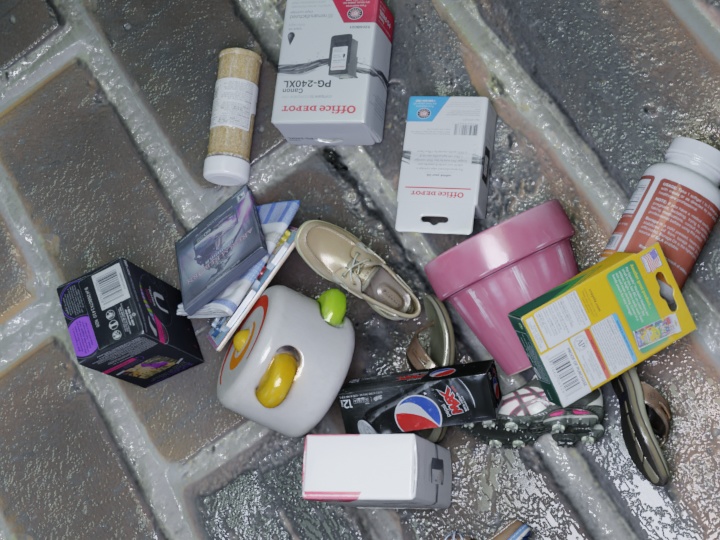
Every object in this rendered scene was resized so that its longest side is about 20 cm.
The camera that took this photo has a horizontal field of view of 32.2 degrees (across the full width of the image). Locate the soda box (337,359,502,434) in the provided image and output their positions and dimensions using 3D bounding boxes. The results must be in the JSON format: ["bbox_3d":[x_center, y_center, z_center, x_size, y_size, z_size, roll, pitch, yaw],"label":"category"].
[{"bbox_3d":[0.077,0.165,1.598,0.200,0.071,0.063,-10,100,17],"label":"soda box"}]

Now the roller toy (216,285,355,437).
[{"bbox_3d":[-0.106,0.120,1.663,0.140,0.182,0.200,27,53,-16],"label":"roller toy"}]

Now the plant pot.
[{"bbox_3d":[0.207,0.030,1.616,0.200,0.200,0.179,-27,85,9],"label":"plant pot"}]

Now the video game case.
[{"bbox_3d":[-0.200,-0.032,1.769,0.143,0.019,0.200,-39,28,10],"label":"video game case"}]

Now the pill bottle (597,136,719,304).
[{"bbox_3d":[0.399,-0.066,1.614,0.112,0.112,0.200,27,85,22],"label":"pill bottle"}]

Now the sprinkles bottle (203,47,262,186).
[{"bbox_3d":[-0.190,-0.229,1.861,0.068,0.068,0.200,1,76,17],"label":"sprinkles bottle"}]

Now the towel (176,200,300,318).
[{"bbox_3d":[-0.173,-0.016,1.757,0.147,0.024,0.200,-4,50,54],"label":"towel"}]

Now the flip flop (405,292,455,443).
[{"bbox_3d":[0.088,0.130,1.663,0.058,0.081,0.200,4,90,-11],"label":"flip flop"}]

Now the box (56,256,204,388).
[{"bbox_3d":[-0.318,0.077,1.747,0.106,0.200,0.122,-24,70,10],"label":"box"}]

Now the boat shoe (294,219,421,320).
[{"bbox_3d":[0.000,0.000,1.685,0.200,0.065,0.072,39,80,-18],"label":"boat shoe"}]

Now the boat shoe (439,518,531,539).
[{"bbox_3d":[0.127,0.374,1.601,0.200,0.072,0.072,-39,67,4],"label":"boat shoe"}]

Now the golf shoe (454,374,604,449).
[{"bbox_3d":[0.220,0.183,1.635,0.200,0.077,0.088,-2,53,17],"label":"golf shoe"}]

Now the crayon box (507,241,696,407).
[{"bbox_3d":[0.296,0.063,1.527,0.200,0.052,0.126,-28,100,-11],"label":"crayon box"}]

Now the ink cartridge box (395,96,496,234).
[{"bbox_3d":[0.119,-0.139,1.743,0.116,0.067,0.200,4,76,18],"label":"ink cartridge box"}]

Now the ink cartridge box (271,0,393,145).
[{"bbox_3d":[-0.039,-0.291,1.815,0.145,0.083,0.200,2,76,17],"label":"ink cartridge box"}]

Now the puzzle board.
[{"bbox_3d":[-0.152,0.020,1.746,0.017,0.151,0.200,35,86,-11],"label":"puzzle board"}]

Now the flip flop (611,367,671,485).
[{"bbox_3d":[0.361,0.172,1.582,0.058,0.081,0.200,-9,67,-6],"label":"flip flop"}]

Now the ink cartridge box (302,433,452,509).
[{"bbox_3d":[0.026,0.259,1.594,0.146,0.200,0.085,-2,74,16],"label":"ink cartridge box"}]
